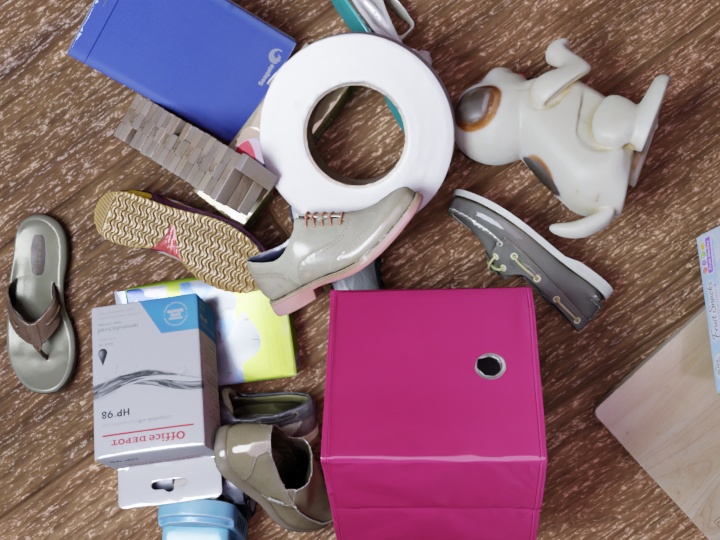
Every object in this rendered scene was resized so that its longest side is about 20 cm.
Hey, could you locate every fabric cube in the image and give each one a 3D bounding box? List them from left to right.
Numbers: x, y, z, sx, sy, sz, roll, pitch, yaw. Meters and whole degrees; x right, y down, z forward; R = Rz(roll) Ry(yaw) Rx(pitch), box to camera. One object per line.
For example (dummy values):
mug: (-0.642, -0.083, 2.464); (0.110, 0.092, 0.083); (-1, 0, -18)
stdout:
fabric cube: (0.072, 0.147, 1.005); (0.198, 0.200, 0.197); (0, 51, 5)

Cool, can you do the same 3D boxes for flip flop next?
flip flop: (-0.360, 0.038, 1.134); (0.081, 0.058, 0.201); (2, 92, 4)

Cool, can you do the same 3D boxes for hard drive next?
hard drive: (-0.186, -0.235, 1.074); (0.200, 0.025, 0.132); (27, 108, -23)

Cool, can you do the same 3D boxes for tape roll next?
tape roll: (-0.004, -0.139, 1.035); (0.202, 0.037, 0.204); (2, 106, 8)

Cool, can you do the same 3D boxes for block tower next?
block tower: (-0.178, -0.122, 1.066); (0.200, 0.054, 0.058); (30, 90, 36)

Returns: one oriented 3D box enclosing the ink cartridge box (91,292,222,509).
ink cartridge box: (-0.207, 0.133, 1.042); (0.115, 0.067, 0.201); (-9, 70, 4)

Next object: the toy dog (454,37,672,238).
toy dog: (0.193, -0.138, 1.057); (0.199, 0.140, 0.195); (22, 86, 16)

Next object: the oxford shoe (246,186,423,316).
oxford shoe: (-0.029, -0.031, 1.013); (0.200, 0.071, 0.074); (-35, 104, 19)

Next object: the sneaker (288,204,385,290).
sneaker: (0.000, 0.000, 1.103); (0.079, 0.074, 0.201); (-30, 90, 0)

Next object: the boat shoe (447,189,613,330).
boat shoe: (0.173, -0.013, 1.089); (0.201, 0.072, 0.060); (35, 89, -2)

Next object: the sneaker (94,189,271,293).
sneaker: (-0.181, -0.039, 1.102); (0.199, 0.090, 0.075); (25, 101, 2)

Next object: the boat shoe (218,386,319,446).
boat shoe: (-0.145, 0.157, 1.112); (0.200, 0.072, 0.066); (1, 115, -2)

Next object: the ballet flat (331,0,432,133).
ballet flat: (0.039, -0.238, 1.098); (0.069, 0.069, 0.200); (-29, 89, 5)

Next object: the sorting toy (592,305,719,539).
sorting toy: (0.382, 0.150, 1.083); (0.200, 0.070, 0.199); (-43, 89, 5)

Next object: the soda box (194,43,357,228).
soda box: (-0.089, -0.143, 1.106); (0.068, 0.064, 0.200); (38, 95, 2)

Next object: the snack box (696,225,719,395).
snack box: (0.441, 0.047, 1.013); (0.199, 0.068, 0.169); (11, 65, -20)

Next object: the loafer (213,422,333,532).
loafer: (-0.072, 0.218, 1.066); (0.067, 0.200, 0.076); (-16, 53, 28)

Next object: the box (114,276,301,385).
box: (-0.173, 0.067, 1.129); (0.199, 0.048, 0.122); (-8, 92, 3)

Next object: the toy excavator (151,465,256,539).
toy excavator: (-0.170, 0.318, 1.105); (0.099, 0.195, 0.201); (2, 65, 4)
